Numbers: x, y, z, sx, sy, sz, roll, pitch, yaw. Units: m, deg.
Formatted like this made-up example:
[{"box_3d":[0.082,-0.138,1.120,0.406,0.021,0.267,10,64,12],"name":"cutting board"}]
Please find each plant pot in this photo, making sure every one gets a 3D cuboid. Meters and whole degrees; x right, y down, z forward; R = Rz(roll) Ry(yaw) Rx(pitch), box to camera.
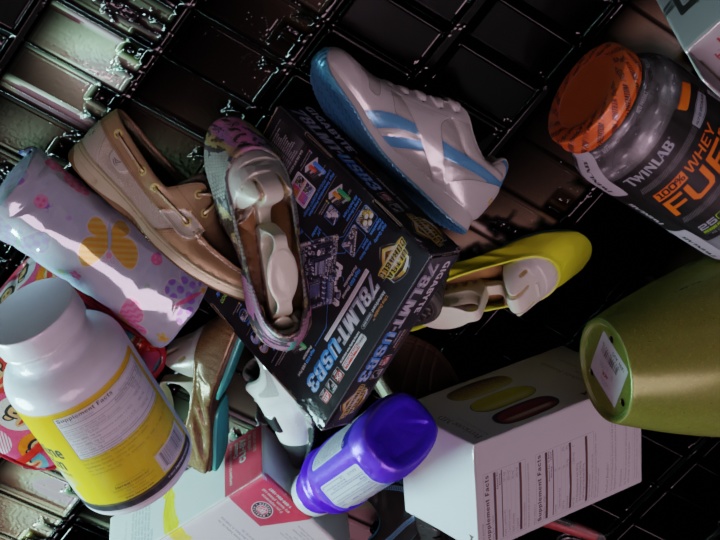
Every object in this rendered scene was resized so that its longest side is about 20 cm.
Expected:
[{"box_3d":[0.301,0.069,1.449,0.200,0.187,0.187,-9,128,-20],"name":"plant pot"}]

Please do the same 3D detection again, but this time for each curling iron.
[{"box_3d":[0.169,0.258,1.698,0.200,0.026,0.050,25,116,-21],"name":"curling iron"}]

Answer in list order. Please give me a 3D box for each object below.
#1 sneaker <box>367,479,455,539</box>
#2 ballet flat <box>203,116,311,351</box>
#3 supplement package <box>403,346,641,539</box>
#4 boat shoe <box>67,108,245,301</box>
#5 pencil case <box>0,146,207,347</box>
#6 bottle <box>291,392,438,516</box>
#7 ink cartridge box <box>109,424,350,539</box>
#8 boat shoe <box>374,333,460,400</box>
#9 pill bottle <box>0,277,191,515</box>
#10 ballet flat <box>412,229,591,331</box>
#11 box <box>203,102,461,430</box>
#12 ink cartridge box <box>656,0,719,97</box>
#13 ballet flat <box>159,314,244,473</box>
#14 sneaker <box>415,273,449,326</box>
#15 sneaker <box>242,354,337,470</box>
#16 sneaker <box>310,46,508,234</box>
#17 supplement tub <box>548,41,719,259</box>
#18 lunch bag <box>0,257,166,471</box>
[{"box_3d":[0.052,0.282,1.688,0.082,0.073,0.200,7,125,15],"name":"sneaker"},{"box_3d":[-0.076,-0.034,1.341,0.069,0.071,0.200,-13,88,-18],"name":"ballet flat"},{"box_3d":[0.148,0.160,1.508,0.200,0.114,0.110,-18,114,-33],"name":"supplement package"},{"box_3d":[-0.152,-0.055,1.383,0.200,0.074,0.066,40,104,-3],"name":"boat shoe"},{"box_3d":[-0.224,-0.017,1.403,0.200,0.091,0.083,36,71,-15],"name":"pencil case"},{"box_3d":[-0.005,0.174,1.481,0.065,0.084,0.200,48,146,1],"name":"bottle"},{"box_3d":[-0.131,0.264,1.634,0.200,0.083,0.145,-33,122,16],"name":"ink cartridge box"},{"box_3d":[0.057,0.122,1.556,0.075,0.075,0.202,3,148,48],"name":"boat shoe"},{"box_3d":[-0.232,0.105,1.400,0.112,0.112,0.200,-21,125,9],"name":"pill bottle"},{"box_3d":[0.117,0.017,1.496,0.200,0.067,0.067,-13,125,3],"name":"ballet flat"},{"box_3d":[-0.037,-0.004,1.395,0.050,0.199,0.200,-12,139,-51],"name":"box"},{"box_3d":[0.298,-0.186,1.288,0.116,0.200,0.067,36,114,-27],"name":"ink cartridge box"},{"box_3d":[-0.150,0.104,1.540,0.072,0.068,0.200,17,128,5],"name":"ballet flat"},{"box_3d":[0.000,0.000,1.474,0.199,0.114,0.076,-13,131,38],"name":"sneaker"},{"box_3d":[-0.065,0.115,1.549,0.088,0.074,0.200,25,147,17],"name":"sneaker"},{"box_3d":[0.039,-0.122,1.391,0.200,0.077,0.081,44,80,-21],"name":"sneaker"},{"box_3d":[0.263,-0.102,1.392,0.200,0.123,0.123,28,118,-24],"name":"supplement tub"},{"box_3d":[-0.275,0.089,1.501,0.176,0.082,0.200,34,114,-31],"name":"lunch bag"}]
